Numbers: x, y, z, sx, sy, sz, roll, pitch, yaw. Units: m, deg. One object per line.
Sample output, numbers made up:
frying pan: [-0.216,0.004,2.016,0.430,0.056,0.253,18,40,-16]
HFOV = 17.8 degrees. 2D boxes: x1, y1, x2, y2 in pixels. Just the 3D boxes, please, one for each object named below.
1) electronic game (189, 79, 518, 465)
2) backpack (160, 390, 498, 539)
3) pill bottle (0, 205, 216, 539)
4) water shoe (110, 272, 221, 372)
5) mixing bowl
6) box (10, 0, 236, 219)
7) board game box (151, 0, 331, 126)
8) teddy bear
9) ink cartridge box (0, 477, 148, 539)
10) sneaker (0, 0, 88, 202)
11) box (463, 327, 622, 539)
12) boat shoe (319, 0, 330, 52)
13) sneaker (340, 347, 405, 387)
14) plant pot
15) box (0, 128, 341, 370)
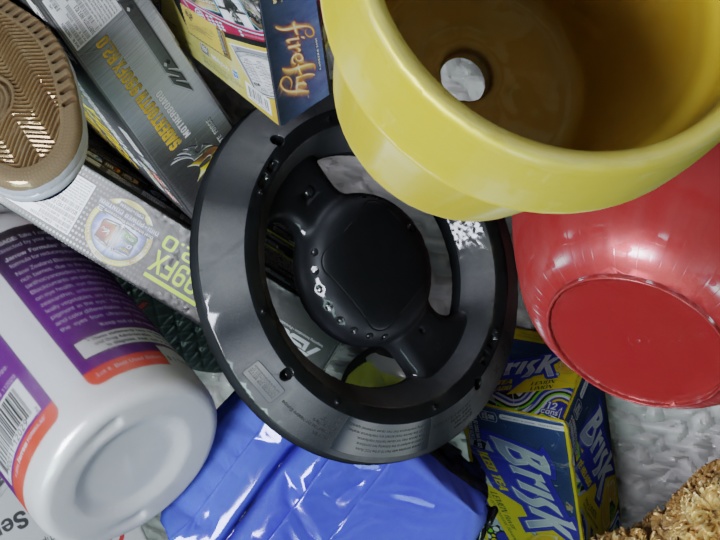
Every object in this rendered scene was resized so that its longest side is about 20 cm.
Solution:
electronic game: [0.000,0.000,1.182,0.200,0.201,0.042,42,149,-20]
backpack: [-0.019,0.135,1.289,0.168,0.163,0.200,43,-177,0]
pill bottle: [-0.173,0.040,1.216,0.200,0.111,0.112,47,155,33]
water shoe: [-0.123,-0.005,1.372,0.071,0.079,0.200,-37,139,23]
mixing bowl: [0.156,-0.001,1.161,0.199,0.109,0.201,17,143,13]
box: [-0.148,-0.129,1.154,0.158,0.048,0.200,39,169,35]
board game box: [-0.095,-0.173,1.098,0.200,0.035,0.136,40,153,34]
teddy bear: [0.172,0.188,1.345,0.199,0.067,0.145,-29,136,16]
ink cartridge box: [-0.242,0.120,1.456,0.084,0.146,0.201,-9,107,58]
sneaker: [-0.170,-0.075,1.099,0.200,0.070,0.109,48,169,41]
box: [0.111,0.124,1.376,0.070,0.064,0.201,10,141,21]
boat shoe: [-0.024,-0.167,1.104,0.073,0.069,0.201,19,143,11]
sneaker: [-0.004,0.116,1.429,0.075,0.077,0.200,32,141,-4]
plant pot: [0.068,-0.111,1.028,0.200,0.201,0.189,31,160,-5]
box: [-0.097,-0.021,1.265,0.199,0.160,0.044,32,100,-6]
